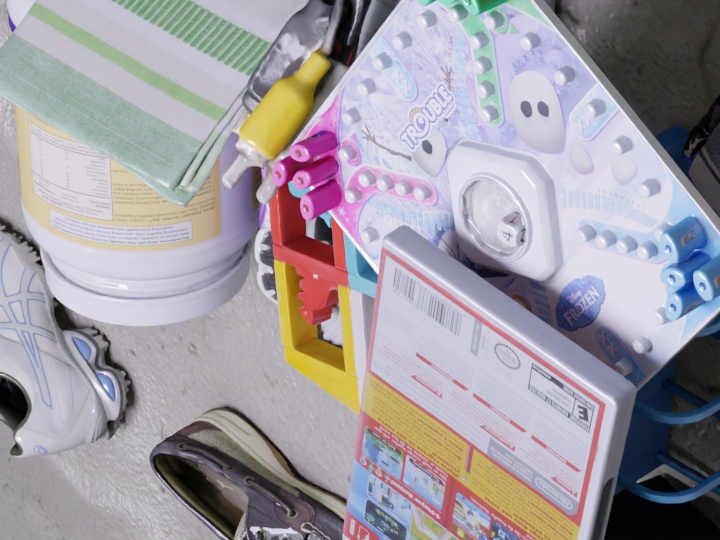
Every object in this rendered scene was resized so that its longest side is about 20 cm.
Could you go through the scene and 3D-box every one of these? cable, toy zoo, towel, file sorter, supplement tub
[{"bbox_3d":[0.000,-0.123,1.430,0.050,0.097,0.200,41,111,15],"label":"cable"},{"bbox_3d":[0.000,0.000,1.538,0.131,0.020,0.201,23,125,47],"label":"toy zoo"},{"bbox_3d":[-0.088,-0.145,1.552,0.152,0.200,0.023,31,169,28],"label":"towel"},{"bbox_3d":[0.145,0.062,1.414,0.122,0.138,0.201,31,134,36],"label":"file sorter"},{"bbox_3d":[-0.125,-0.085,1.681,0.145,0.145,0.201,32,134,39],"label":"supplement tub"}]

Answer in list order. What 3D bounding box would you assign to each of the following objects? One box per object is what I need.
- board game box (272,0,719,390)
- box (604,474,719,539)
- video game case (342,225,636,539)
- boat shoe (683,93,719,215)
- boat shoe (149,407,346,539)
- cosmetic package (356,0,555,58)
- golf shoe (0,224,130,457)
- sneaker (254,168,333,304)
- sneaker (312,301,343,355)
[{"bbox_3d":[0.060,-0.024,1.323,0.200,0.026,0.200,52,142,9],"label":"board game box"},{"bbox_3d":[0.173,0.218,1.486,0.200,0.078,0.142,43,146,54],"label":"box"},{"bbox_3d":[0.055,0.092,1.369,0.143,0.017,0.201,35,138,28],"label":"video game case"},{"bbox_3d":[0.229,-0.020,1.300,0.200,0.074,0.093,47,143,19],"label":"boat shoe"},{"bbox_3d":[-0.054,0.163,1.813,0.200,0.065,0.074,36,136,35],"label":"boat shoe"},{"bbox_3d":[0.041,-0.098,1.510,0.101,0.071,0.201,33,134,39],"label":"cosmetic package"},{"bbox_3d":[-0.243,0.043,1.972,0.200,0.097,0.079,47,144,28],"label":"golf shoe"},{"bbox_3d":[-0.029,-0.077,1.620,0.084,0.080,0.201,-110,29,-55],"label":"sneaker"},{"bbox_3d":[0.059,0.044,1.566,0.200,0.079,0.079,30,130,46],"label":"sneaker"}]
